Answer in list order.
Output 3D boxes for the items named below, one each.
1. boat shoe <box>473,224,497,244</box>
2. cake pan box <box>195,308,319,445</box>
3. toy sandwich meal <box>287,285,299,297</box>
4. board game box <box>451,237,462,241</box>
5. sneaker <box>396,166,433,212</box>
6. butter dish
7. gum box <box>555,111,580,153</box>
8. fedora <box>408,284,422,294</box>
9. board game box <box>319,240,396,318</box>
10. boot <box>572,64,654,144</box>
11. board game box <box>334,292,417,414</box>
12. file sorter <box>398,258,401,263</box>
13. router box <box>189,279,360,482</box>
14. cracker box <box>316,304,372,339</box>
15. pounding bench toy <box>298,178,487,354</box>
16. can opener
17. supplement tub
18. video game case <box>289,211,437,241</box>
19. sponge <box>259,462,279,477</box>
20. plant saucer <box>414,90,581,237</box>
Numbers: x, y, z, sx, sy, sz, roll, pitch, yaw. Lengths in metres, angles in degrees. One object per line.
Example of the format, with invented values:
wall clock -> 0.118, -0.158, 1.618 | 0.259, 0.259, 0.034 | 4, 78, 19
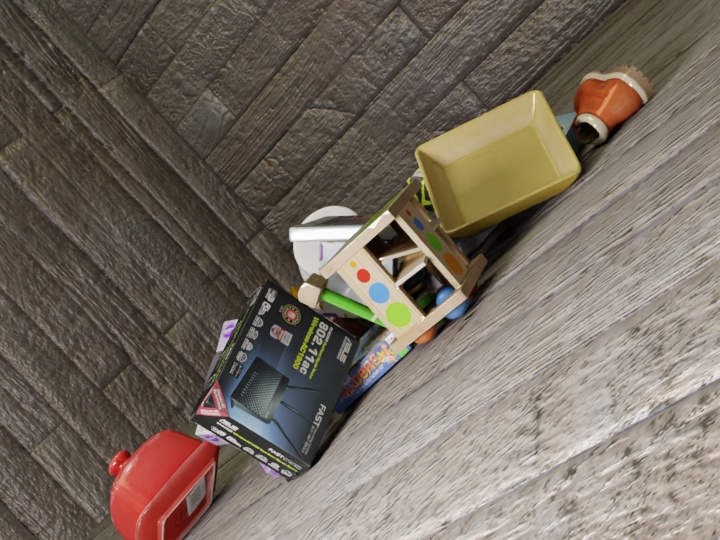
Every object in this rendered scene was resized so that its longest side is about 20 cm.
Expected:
boat shoe -> 0.169, -0.081, 1.645 | 0.199, 0.073, 0.071 | -34, 20, 0
cake pan box -> -0.142, 0.154, 1.553 | 0.198, 0.052, 0.187 | -10, 56, 40
toy sandwich meal -> -0.109, 0.118, 1.817 | 0.205, 0.069, 0.209 | 6, -90, -83
board game box -> 0.159, -0.065, 1.531 | 0.198, 0.024, 0.105 | -27, -3, -19
sneaker -> 0.093, -0.105, 1.640 | 0.076, 0.075, 0.200 | -45, 0, -25
butter dish -> -0.315, 0.325, 1.627 | 0.200, 0.147, 0.201 | -47, -21, -39
gum box -> 0.236, -0.173, 1.605 | 0.168, 0.045, 0.200 | -11, 18, 23
fedora -> 0.116, -0.046, 1.753 | 0.200, 0.082, 0.201 | -44, 4, 3
board game box -> 0.000, 0.000, 1.541 | 0.101, 0.107, 0.200 | 1, 7, 4
boot -> 0.330, -0.224, 1.522 | 0.108, 0.075, 0.200 | -49, 5, -3
board game box -> 0.021, 0.110, 1.478 | 0.135, 0.034, 0.200 | -44, 4, 14
file sorter -> -0.017, 0.039, 1.961 | 0.200, 0.125, 0.139 | -43, 5, 16
router box -> -0.102, 0.134, 1.331 | 0.062, 0.149, 0.202 | -41, 21, 50
cracker box -> -0.084, 0.136, 1.652 | 0.200, 0.058, 0.134 | -44, -34, 12
pounding bench toy -> 0.037, 0.022, 1.337 | 0.200, 0.156, 0.124 | -40, 4, 29
can opener -> 0.108, 0.003, 1.505 | 0.066, 0.054, 0.200 | -27, -2, -19
supplement tub -> -0.020, -0.004, 1.760 | 0.140, 0.140, 0.200 | -44, -31, -6
video game case -> 0.020, -0.062, 1.499 | 0.197, 0.023, 0.182 | -1, 8, 14
sponge -> -0.128, 0.179, 1.462 | 0.112, 0.030, 0.200 | -52, 42, 3
plant saucer -> 0.188, -0.136, 1.467 | 0.198, 0.049, 0.201 | -25, 41, 9
